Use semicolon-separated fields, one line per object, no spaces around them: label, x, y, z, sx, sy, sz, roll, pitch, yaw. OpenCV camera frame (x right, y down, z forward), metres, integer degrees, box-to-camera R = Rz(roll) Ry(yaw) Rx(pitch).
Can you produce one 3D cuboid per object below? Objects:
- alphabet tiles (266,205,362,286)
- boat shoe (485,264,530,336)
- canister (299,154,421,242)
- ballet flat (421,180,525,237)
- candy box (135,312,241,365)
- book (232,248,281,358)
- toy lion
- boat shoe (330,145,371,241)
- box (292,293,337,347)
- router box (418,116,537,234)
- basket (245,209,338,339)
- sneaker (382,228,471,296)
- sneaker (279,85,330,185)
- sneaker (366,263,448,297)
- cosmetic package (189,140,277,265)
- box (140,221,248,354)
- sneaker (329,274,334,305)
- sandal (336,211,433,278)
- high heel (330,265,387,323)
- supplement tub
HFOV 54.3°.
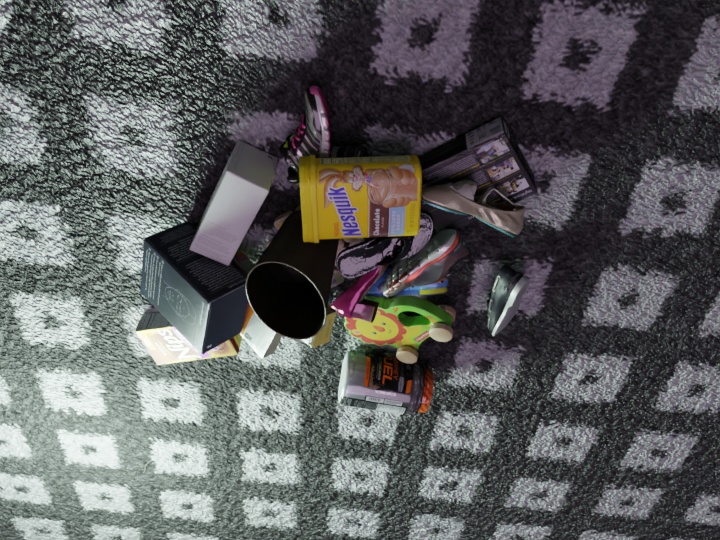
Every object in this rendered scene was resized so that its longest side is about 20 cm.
alphabet tiles;-0.079;-0.047;1.390;0.195;0.015;0.200;-22;127;22
boat shoe;0.289;0.061;1.427;0.060;0.076;0.200;39;145;20
canister;-0.001;-0.123;1.187;0.199;0.087;0.149;-3;126;-3
ballet flat;0.198;-0.120;1.209;0.199;0.070;0.070;19;130;-18
candy box;-0.378;0.143;1.553;0.199;0.057;0.117;-8;131;13
book;-0.223;0.057;1.389;0.200;0.048;0.134;48;132;20
toy lion;0.070;0.108;1.466;0.191;0.069;0.200;30;140;-18
boat shoe;0.003;-0.135;1.268;0.067;0.072;0.201;-6;129;14
box;-0.132;0.063;1.370;0.050;0.200;0.076;-14;130;-42
router box;0.191;-0.161;1.243;0.199;0.051;0.149;-23;128;23
basket;-0.112;-0.010;1.275;0.135;0.200;0.181;-8;128;18
sneaker;0.125;0.006;1.318;0.082;0.077;0.200;39;128;-21
sneaker;-0.096;-0.220;1.198;0.087;0.074;0.200;-1;136;-3
sneaker;0.079;0.012;1.409;0.199;0.066;0.079;-4;96;21
cosmetic package;-0.230;-0.120;1.276;0.085;0.108;0.200;23;127;-14
box;-0.319;0.031;1.352;0.200;0.107;0.149;41;135;21
sneaker;-0.085;0.058;1.442;0.105;0.076;0.200;14;140;-30
sandal;0.047;-0.038;1.284;0.200;0.048;0.075;-30;110;15
high heel;0.000;0.000;1.369;0.096;0.067;0.201;16;99;14
supplement tub;0.056;0.254;1.572;0.199;0.123;0.123;10;131;-5
